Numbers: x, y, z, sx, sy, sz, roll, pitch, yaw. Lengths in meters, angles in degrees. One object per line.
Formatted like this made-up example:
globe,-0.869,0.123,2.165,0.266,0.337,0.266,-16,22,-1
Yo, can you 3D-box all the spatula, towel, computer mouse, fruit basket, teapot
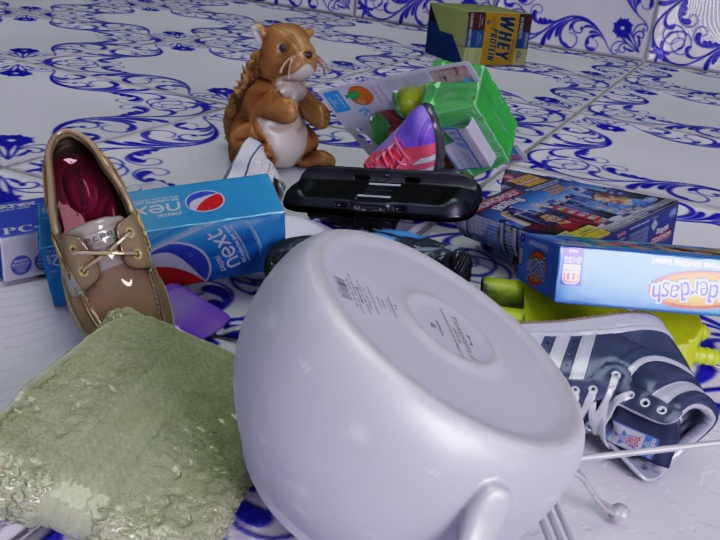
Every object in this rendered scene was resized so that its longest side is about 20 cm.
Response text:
spatula,-0.078,0.050,0.640,0.200,0.021,0.057,15,23,18
towel,-0.124,0.093,0.482,0.148,0.037,0.200,22,24,2
computer mouse,-0.054,-0.040,0.825,0.110,0.044,0.200,20,27,28
fruit basket,0.075,-0.165,0.966,0.200,0.185,0.094,-8,55,29
teapot,0.009,0.086,0.427,0.197,0.146,0.200,40,21,15

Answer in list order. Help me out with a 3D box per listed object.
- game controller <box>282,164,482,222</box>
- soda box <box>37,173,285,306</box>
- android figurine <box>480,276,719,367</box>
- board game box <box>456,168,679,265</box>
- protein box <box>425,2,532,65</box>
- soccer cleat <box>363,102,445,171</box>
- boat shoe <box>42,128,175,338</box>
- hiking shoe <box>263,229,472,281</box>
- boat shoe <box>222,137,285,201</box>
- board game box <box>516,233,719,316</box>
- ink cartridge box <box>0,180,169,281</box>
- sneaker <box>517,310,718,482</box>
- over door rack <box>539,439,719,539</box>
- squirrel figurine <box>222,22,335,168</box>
game controller,0.023,-0.077,0.835,0.200,0.042,0.104,5,31,16
soda box,-0.168,-0.029,0.701,0.200,0.064,0.068,-10,40,-14
android figurine,0.199,0.046,0.691,0.200,0.041,0.182,8,23,6
board game box,0.206,-0.052,0.891,0.200,0.062,0.200,-20,31,-38
protein box,0.313,-0.632,2.167,0.200,0.135,0.199,-7,26,-26
soccer cleat,0.040,-0.118,0.902,0.073,0.068,0.200,-12,-14,-14
boat shoe,-0.195,-0.018,0.604,0.074,0.066,0.200,-23,69,-19
hiking shoe,0.000,0.000,0.729,0.200,0.075,0.087,4,14,-30
boat shoe,-0.122,-0.097,0.930,0.070,0.071,0.200,30,16,-13
board game box,0.238,0.003,0.644,0.200,0.045,0.152,4,6,1
ink cartridge box,-0.261,-0.043,0.782,0.200,0.044,0.094,-15,29,-39
sneaker,0.137,0.090,0.541,0.200,0.070,0.109,-10,40,-10
over door rack,0.179,0.142,0.412,0.200,0.067,0.148,-16,24,2
squirrel figurine,-0.121,-0.242,1.095,0.141,0.187,0.200,-8,27,-29
